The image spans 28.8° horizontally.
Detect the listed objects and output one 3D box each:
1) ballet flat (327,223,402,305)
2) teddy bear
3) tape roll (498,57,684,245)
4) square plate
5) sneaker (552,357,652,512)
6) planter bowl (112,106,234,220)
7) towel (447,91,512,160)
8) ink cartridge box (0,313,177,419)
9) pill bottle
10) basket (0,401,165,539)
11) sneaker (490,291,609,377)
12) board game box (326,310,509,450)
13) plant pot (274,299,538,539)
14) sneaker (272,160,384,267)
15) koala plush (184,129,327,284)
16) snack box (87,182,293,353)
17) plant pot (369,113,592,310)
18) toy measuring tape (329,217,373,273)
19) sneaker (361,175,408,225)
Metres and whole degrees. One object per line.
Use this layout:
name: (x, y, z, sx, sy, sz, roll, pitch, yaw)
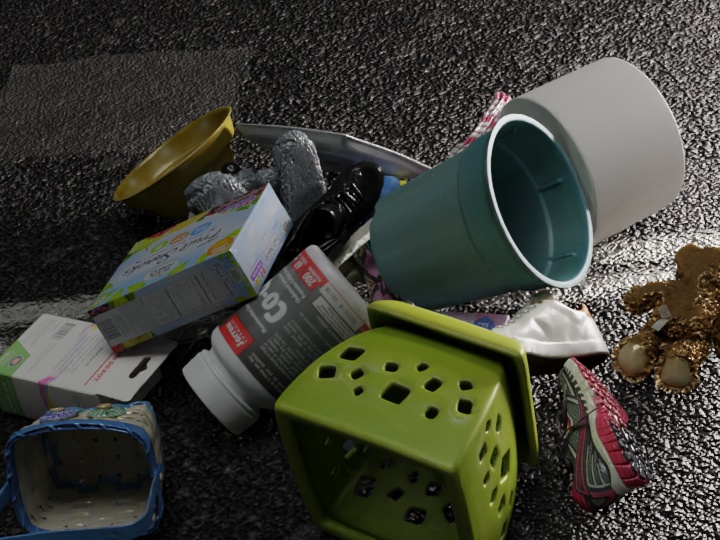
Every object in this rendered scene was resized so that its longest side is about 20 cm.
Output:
ballet flat: (0.000, 0.000, 1.714, 0.071, 0.069, 0.200, -32, 40, -3)
teddy bear: (0.355, 0.060, 1.546, 0.144, 0.067, 0.201, -4, 41, 25)
tape roll: (0.278, -0.142, 1.713, 0.138, 0.204, 0.203, -26, 38, -20)
square plate: (-0.035, -0.154, 1.853, 0.197, 0.029, 0.199, 10, -4, 40)
sneaker: (0.227, 0.160, 1.423, 0.075, 0.081, 0.200, -39, 23, 15)
planter bowl: (-0.231, -0.128, 1.898, 0.200, 0.084, 0.201, -33, 18, 12)
towel: (0.125, -0.125, 1.782, 0.030, 0.147, 0.200, 32, 48, 9)
ink cartridge box: (-0.311, 0.122, 1.615, 0.199, 0.068, 0.117, 9, 39, 26)
pill bottle: (-0.090, 0.078, 1.530, 0.200, 0.114, 0.114, -41, 39, 0)
basket: (-0.284, 0.217, 1.415, 0.175, 0.140, 0.200, -6, 26, 5)
sneaker: (0.171, 0.068, 1.503, 0.199, 0.073, 0.085, 1, 62, -35)
board game box: (0.052, 0.119, 1.548, 0.198, 0.041, 0.201, 2, 38, 17)
plant pot: (0.060, 0.153, 1.339, 0.198, 0.201, 0.182, 17, 53, 28)
sneaker: (-0.035, -0.059, 1.664, 0.200, 0.060, 0.104, -44, 7, -13)
koala plush: (-0.139, -0.069, 1.787, 0.177, 0.185, 0.200, -29, 18, -20)
snack box: (-0.190, -0.004, 1.598, 0.199, 0.068, 0.169, -23, 22, 25)
plant pot: (0.127, -0.049, 1.596, 0.195, 0.201, 0.201, -21, 25, 36)
toy measuring tape: (-0.028, 0.018, 1.664, 0.200, 0.074, 0.073, -43, 43, -10)
sneaker: (0.024, -0.065, 1.763, 0.078, 0.066, 0.200, 9, 25, -7)
